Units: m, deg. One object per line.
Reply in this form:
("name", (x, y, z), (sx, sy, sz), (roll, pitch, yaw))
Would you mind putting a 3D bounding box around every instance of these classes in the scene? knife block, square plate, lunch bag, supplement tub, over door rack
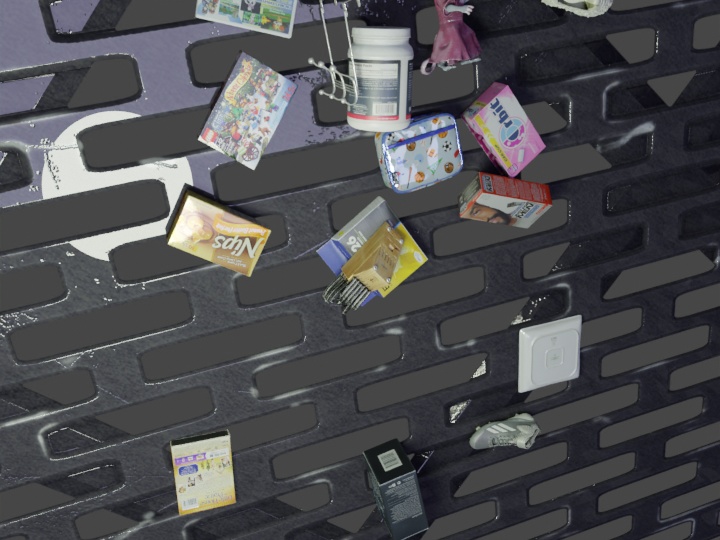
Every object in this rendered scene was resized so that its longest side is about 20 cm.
("knife block", (0.000, 0.000, 1.666), (0.064, 0.174, 0.202), (42, 49, -28))
("square plate", (0.530, 0.236, 1.998), (0.196, 0.028, 0.202), (-11, 114, -15))
("lunch bag", (0.130, -0.272, 1.634), (0.197, 0.076, 0.163), (-19, 113, -12))
("supplement tub", (0.041, -0.403, 1.512), (0.137, 0.140, 0.204), (-5, 111, -17))
("over door rack", (-0.055, -0.448, 1.460), (0.065, 0.148, 0.204), (-9, 114, -21))

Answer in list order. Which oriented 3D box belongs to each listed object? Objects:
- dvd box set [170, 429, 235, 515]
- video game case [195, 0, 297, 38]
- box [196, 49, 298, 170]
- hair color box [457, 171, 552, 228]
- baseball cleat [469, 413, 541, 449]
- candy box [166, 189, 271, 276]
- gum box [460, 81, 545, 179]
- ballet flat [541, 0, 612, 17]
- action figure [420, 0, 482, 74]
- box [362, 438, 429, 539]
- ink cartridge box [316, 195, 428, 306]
("dvd box set", (-0.387, 0.499, 1.780), (0.143, 0.029, 0.204), (-8, 112, -17))
("video game case", (-0.216, -0.575, 1.424), (0.196, 0.022, 0.186), (6, 108, -22))
("box", (-0.236, -0.332, 1.502), (0.135, 0.038, 0.202), (25, 101, -26))
("hair color box", (0.345, -0.166, 1.726), (0.196, 0.065, 0.111), (8, 150, -20))
("baseball cleat", (0.404, 0.460, 1.998), (0.197, 0.107, 0.071), (-23, 122, -7))
("candy box", (-0.307, -0.080, 1.567), (0.197, 0.055, 0.117), (23, 102, -26))
("gum box", (0.338, -0.323, 1.689), (0.113, 0.066, 0.200), (-42, 118, 0))
("ballet flat", (0.501, -0.614, 1.633), (0.196, 0.072, 0.073), (-2, 111, -19))
("action figure", (0.194, -0.543, 1.556), (0.146, 0.134, 0.204), (-8, 105, 31))
("box", (0.094, 0.582, 1.915), (0.105, 0.149, 0.203), (-19, 115, -10))
("ink cartridge box", (0.031, -0.037, 1.709), (0.199, 0.047, 0.198), (-41, 118, -2))
